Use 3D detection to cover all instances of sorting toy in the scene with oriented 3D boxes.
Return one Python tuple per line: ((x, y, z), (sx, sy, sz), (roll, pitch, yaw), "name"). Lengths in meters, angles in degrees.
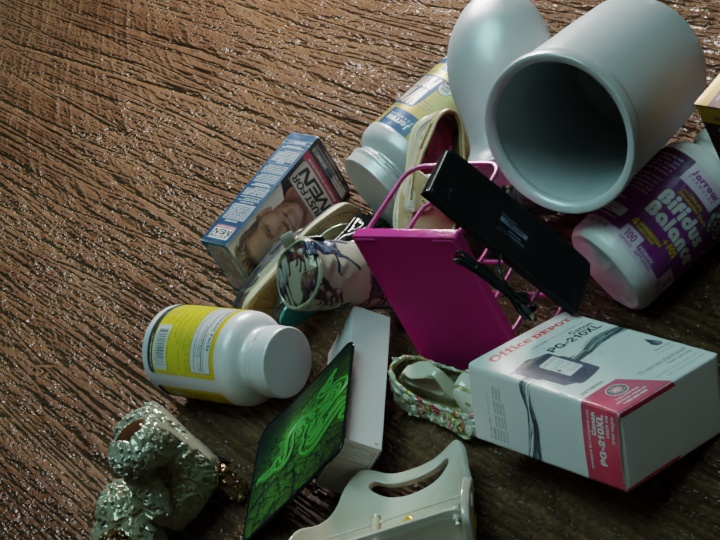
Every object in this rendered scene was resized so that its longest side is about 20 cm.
((0.041, 0.240, 1.534), (0.198, 0.107, 0.181), (-21, 29, 20), "sorting toy")

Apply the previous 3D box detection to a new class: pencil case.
((0.000, 0.000, 1.783), (0.077, 0.198, 0.091), (-16, 78, 49), "pencil case")

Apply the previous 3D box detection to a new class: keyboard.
((0.140, -0.022, 1.554), (0.021, 0.199, 0.128), (-42, 14, 45), "keyboard")

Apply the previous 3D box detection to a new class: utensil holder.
((0.247, -0.178, 1.623), (0.168, 0.172, 0.200), (-3, 25, 38), "utensil holder")

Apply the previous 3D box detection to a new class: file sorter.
((0.113, -0.002, 1.672), (0.138, 0.201, 0.126), (2, 44, 41), "file sorter")

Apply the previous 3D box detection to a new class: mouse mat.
((-0.067, 0.184, 1.684), (0.200, 0.007, 0.162), (-46, 24, 35), "mouse mat")

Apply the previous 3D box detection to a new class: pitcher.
((0.153, -0.189, 1.760), (0.119, 0.172, 0.203), (2, 74, -7), "pitcher")

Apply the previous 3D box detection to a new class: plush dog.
((-0.233, 0.258, 1.732), (0.172, 0.160, 0.200), (-52, 7, -2), "plush dog")

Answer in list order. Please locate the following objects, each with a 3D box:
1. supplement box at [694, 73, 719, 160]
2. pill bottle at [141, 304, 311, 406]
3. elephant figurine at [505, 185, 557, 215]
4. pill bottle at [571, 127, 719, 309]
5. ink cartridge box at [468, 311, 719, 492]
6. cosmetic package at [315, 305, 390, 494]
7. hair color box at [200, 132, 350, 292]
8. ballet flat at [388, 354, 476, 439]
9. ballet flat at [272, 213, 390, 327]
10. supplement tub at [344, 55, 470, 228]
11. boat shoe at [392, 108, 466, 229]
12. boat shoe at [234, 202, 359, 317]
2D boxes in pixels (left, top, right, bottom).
((0.463, -0.116, 1.510), (0.133, 0.201, 0.196), (-47, 36, -19), "supplement box")
((-0.155, 0.101, 1.850), (0.198, 0.112, 0.112), (4, 49, 42), "pill bottle")
((0.233, -0.122, 1.802), (0.140, 0.156, 0.202), (15, 61, 8), "elephant figurine")
((0.326, -0.063, 1.640), (0.200, 0.113, 0.112), (-41, 34, -9), "pill bottle")
((0.220, 0.119, 1.492), (0.144, 0.085, 0.199), (-24, 25, -34), "ink cartridge box")
((-0.008, 0.138, 1.699), (0.201, 0.050, 0.083), (-85, 20, -49), "cosmetic package")
((-0.107, -0.072, 2.030), (0.060, 0.100, 0.201), (13, 56, 46), "hair color box")
((0.100, 0.130, 1.640), (0.198, 0.064, 0.076), (7, 51, 44), "ballet flat")
((-0.046, -0.002, 1.912), (0.199, 0.068, 0.068), (-37, 54, -25), "ballet flat")
((0.092, -0.153, 1.920), (0.200, 0.145, 0.144), (-43, 35, -13), "supplement tub")
((0.083, -0.092, 1.782), (0.069, 0.073, 0.203), (142, 135, -62), "boat shoe")
((-0.083, -0.014, 1.967), (0.200, 0.072, 0.065), (-49, 41, -10), "boat shoe")
